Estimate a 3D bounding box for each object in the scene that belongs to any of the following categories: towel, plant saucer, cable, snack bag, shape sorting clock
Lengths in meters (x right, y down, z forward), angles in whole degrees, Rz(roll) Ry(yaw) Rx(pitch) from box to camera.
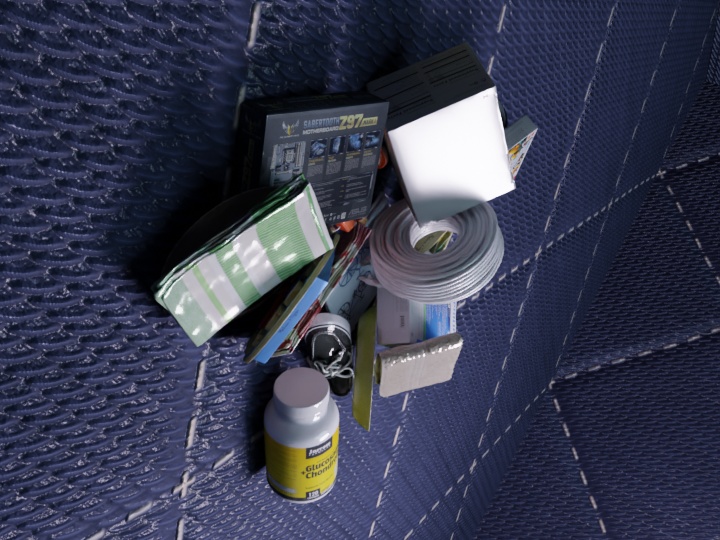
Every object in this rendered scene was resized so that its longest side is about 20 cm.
[{"bbox_3d":[-0.066,0.028,1.160,0.201,0.023,0.144,-58,-168,-18],"label":"towel"},{"bbox_3d":[-0.135,-0.007,0.982,0.200,0.032,0.201,-31,151,-20],"label":"plant saucer"},{"bbox_3d":[0.111,-0.040,1.274,0.200,0.199,0.069,-48,142,-24],"label":"cable"},{"bbox_3d":[0.006,0.155,1.376,0.200,0.031,0.201,-176,-90,-90],"label":"plant saucer"},{"bbox_3d":[0.000,0.000,1.357,0.189,0.021,0.200,-56,156,-21],"label":"snack bag"},{"bbox_3d":[-0.123,-0.006,0.941,0.200,0.023,0.153,-38,153,-10],"label":"towel"},{"bbox_3d":[0.088,0.148,1.345,0.132,0.035,0.200,-15,158,-7],"label":"towel"},{"bbox_3d":[-0.090,0.032,1.090,0.200,0.039,0.200,-52,-169,15],"label":"shape sorting clock"}]

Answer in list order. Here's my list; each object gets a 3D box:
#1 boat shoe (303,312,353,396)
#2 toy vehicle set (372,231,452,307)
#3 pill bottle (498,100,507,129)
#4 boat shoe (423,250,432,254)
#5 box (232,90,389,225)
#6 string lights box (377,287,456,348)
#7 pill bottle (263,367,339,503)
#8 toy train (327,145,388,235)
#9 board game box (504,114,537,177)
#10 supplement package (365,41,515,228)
[{"bbox_3d":[-0.045,0.134,1.303,0.200,0.073,0.068,85,-2,-58],"label":"boat shoe"},{"bbox_3d":[0.094,-0.008,1.480,0.200,0.026,0.125,-45,164,-35],"label":"toy vehicle set"},{"bbox_3d":[0.174,-0.247,1.383,0.112,0.111,0.200,-67,156,0],"label":"pill bottle"},{"bbox_3d":[0.137,0.006,1.470,0.075,0.062,0.200,-54,167,1],"label":"boat shoe"},{"bbox_3d":[-0.060,-0.129,1.038,0.199,0.051,0.159,-18,128,-43],"label":"box"},{"bbox_3d":[0.096,0.082,1.389,0.200,0.059,0.103,25,62,-60],"label":"string lights box"},{"bbox_3d":[-0.088,0.245,1.282,0.112,0.112,0.201,-42,146,-42],"label":"pill bottle"},{"bbox_3d":[-0.010,-0.133,1.178,0.151,0.055,0.200,-60,155,-15],"label":"toy train"},{"bbox_3d":[0.216,-0.167,1.417,0.126,0.035,0.200,-37,167,-11],"label":"board game box"},{"bbox_3d":[0.115,-0.186,1.209,0.155,0.111,0.200,-23,138,1],"label":"supplement package"}]
